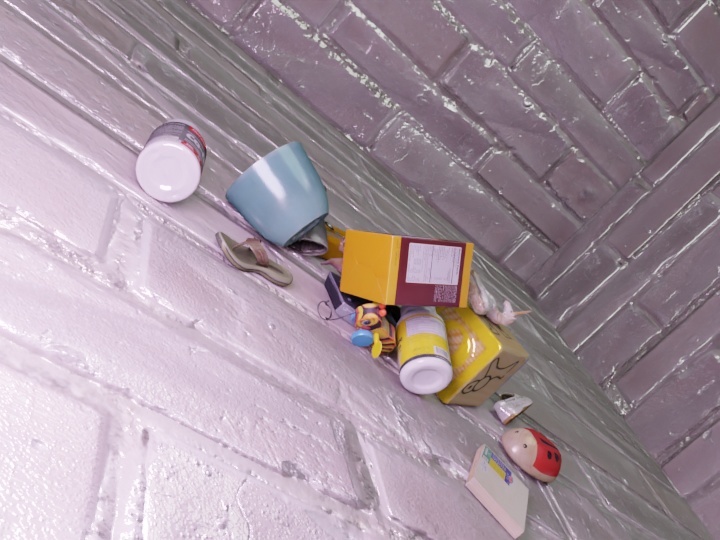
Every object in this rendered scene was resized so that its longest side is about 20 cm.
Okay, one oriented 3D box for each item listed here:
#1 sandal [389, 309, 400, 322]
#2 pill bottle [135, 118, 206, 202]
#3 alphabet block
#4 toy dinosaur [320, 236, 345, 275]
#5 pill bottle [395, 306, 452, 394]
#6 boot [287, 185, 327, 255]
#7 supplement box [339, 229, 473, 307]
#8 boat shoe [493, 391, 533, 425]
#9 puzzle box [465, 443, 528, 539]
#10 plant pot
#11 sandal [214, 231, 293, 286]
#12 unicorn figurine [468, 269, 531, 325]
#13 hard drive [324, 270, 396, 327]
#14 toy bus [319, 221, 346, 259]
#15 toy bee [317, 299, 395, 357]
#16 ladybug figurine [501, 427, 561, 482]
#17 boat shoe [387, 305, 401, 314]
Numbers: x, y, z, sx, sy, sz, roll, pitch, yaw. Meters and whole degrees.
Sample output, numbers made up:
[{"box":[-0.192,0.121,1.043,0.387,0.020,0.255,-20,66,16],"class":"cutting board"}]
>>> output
[{"box":[0.070,0.064,1.707,0.074,0.045,0.200,0,26,-4],"class":"sandal"},{"box":[-0.350,-0.215,1.288,0.114,0.114,0.200,37,17,-23],"class":"pill bottle"},{"box":[0.248,0.188,1.618,0.197,0.196,0.200,50,15,31],"class":"alphabet block"},{"box":[0.000,0.000,1.566,0.198,0.086,0.136,7,49,3],"class":"toy dinosaur"},{"box":[0.132,0.156,1.469,0.112,0.112,0.201,35,32,-29],"class":"pill bottle"},{"box":[-0.160,-0.130,1.609,0.180,0.073,0.201,6,56,-4],"class":"boot"},{"box":[0.093,-0.005,1.418,0.199,0.134,0.197,4,4,-29],"class":"supplement box"},{"box":[0.401,0.350,1.802,0.069,0.071,0.200,50,17,18],"class":"boat shoe"},{"box":[0.273,0.429,1.348,0.133,0.025,0.200,46,15,9],"class":"puzzle box"},{"box":[-0.163,-0.150,1.472,0.161,0.200,0.201,54,15,1],"class":"plant pot"},{"box":[-0.197,-0.032,1.301,0.200,0.057,0.080,28,22,-47],"class":"sandal"},{"box":[0.287,0.068,1.562,0.199,0.074,0.138,-7,61,-54],"class":"unicorn figurine"},{"box":[0.006,0.090,1.531,0.200,0.042,0.135,34,18,-36],"class":"hard drive"},{"box":[-0.064,-0.066,1.724,0.078,0.065,0.200,52,17,30],"class":"toy bus"},{"box":[0.023,0.111,1.382,0.199,0.108,0.132,13,58,-54],"class":"toy bee"},{"box":[0.414,0.431,1.620,0.199,0.072,0.136,31,19,-40],"class":"ladybug figurine"},{"box":[0.045,0.035,1.635,0.200,0.066,0.072,31,-15,17],"class":"boat shoe"}]
